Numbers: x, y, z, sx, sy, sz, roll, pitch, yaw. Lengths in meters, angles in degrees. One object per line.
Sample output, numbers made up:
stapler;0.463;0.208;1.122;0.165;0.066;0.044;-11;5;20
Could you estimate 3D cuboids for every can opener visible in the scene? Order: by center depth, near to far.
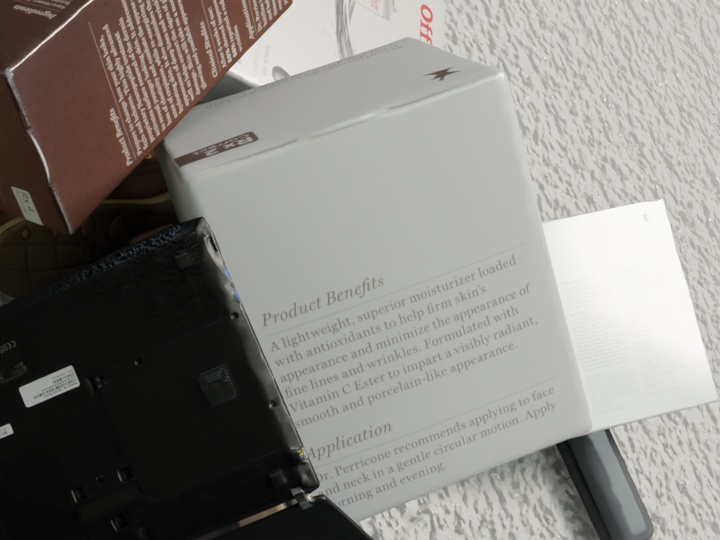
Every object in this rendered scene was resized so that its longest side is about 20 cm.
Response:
can opener;0.144;0.118;1.055;0.067;0.053;0.201;-24;89;-15

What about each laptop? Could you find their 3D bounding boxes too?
laptop;-0.098;0.099;0.662;0.201;0.177;0.103;66;10;0

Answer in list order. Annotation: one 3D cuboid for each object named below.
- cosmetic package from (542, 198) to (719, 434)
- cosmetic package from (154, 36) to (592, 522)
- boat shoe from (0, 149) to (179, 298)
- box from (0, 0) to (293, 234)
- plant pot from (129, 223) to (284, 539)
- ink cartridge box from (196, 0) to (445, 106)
cosmetic package;0.137;0.042;1.008;0.199;0.052;0.151;-11;83;-17
cosmetic package;0.000;0.000;0.763;0.164;0.165;0.201;-19;108;-10
boat shoe;-0.148;-0.035;0.830;0.068;0.072;0.200;44;34;22
box;-0.121;-0.124;0.714;0.200;0.075;0.100;-53;148;-35
plant pot;-0.107;0.085;0.761;0.092;0.201;0.202;-21;87;-8
ink cartridge box;-0.043;-0.141;0.909;0.200;0.083;0.147;24;58;-35
